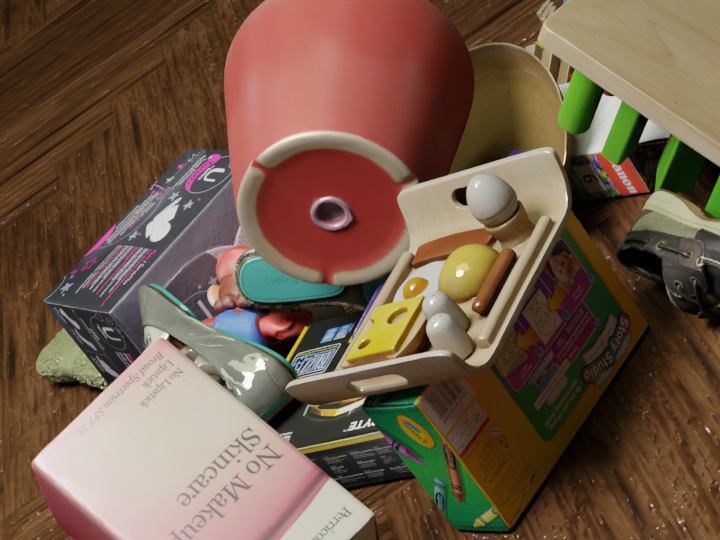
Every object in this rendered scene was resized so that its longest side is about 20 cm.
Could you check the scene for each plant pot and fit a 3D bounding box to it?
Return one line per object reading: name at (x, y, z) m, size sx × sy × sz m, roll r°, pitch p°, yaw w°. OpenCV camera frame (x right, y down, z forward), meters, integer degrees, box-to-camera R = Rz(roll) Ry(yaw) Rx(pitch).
plant pot at (-0.015, -0.096, 1.622) m, size 0.200 × 0.201 × 0.178 m, roll -26°, pitch 32°, yaw 23°
plant pot at (0.098, -0.081, 1.700) m, size 0.200 × 0.027 × 0.201 m, roll -19°, pitch 64°, yaw 45°

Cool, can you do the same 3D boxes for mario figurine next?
mario figurine at (-0.087, 0.068, 1.753) m, size 0.106 × 0.123 × 0.200 m, roll 114°, pitch 177°, yaw -52°

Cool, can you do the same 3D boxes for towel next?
towel at (-0.205, 0.035, 1.994) m, size 0.200 × 0.037 × 0.148 m, roll -48°, pitch 27°, yaw -24°

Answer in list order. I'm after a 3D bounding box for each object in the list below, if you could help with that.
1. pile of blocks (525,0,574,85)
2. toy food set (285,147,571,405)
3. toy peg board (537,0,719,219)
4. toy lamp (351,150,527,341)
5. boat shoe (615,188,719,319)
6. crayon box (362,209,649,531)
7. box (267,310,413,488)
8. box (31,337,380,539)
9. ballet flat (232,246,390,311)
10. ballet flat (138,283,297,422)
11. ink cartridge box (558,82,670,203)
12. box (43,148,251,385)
pile of blocks at (0.205, -0.210, 1.827) m, size 0.062 × 0.082 × 0.200 m, roll -11°, pitch 35°, yaw 44°
toy food set at (0.043, 0.003, 1.402) m, size 0.143 × 0.060 × 0.200 m, roll -15°, pitch 32°, yaw 41°
toy peg board at (0.252, -0.137, 1.547) m, size 0.199 × 0.200 × 0.098 m, roll -41°, pitch -20°, yaw -37°
toy lamp at (0.068, -0.006, 1.568) m, size 0.200 × 0.058 × 0.058 m, roll -47°, pitch 26°, yaw -25°
boat shoe at (0.236, 0.003, 1.437) m, size 0.065 × 0.073 × 0.200 m, roll -49°, pitch 21°, yaw 0°
crayon box at (0.101, 0.062, 1.439) m, size 0.058 × 0.119 × 0.200 m, roll -6°, pitch 39°, yaw 50°
box at (0.012, 0.091, 1.595) m, size 0.199 × 0.049 × 0.160 m, roll -15°, pitch 31°, yaw 40°
box at (-0.099, 0.164, 1.413) m, size 0.200 × 0.109 × 0.128 m, roll 37°, pitch 69°, yaw 21°
ballet flat at (0.000, 0.000, 1.694) m, size 0.199 × 0.068 × 0.075 m, roll 2°, pitch 15°, yaw 13°
ballet flat at (-0.128, 0.066, 1.647) m, size 0.064 × 0.067 × 0.200 m, roll -49°, pitch 43°, yaw -14°
ink cartridge box at (0.213, -0.109, 1.678) m, size 0.200 × 0.050 × 0.109 m, roll -7°, pitch 38°, yaw 46°
box at (-0.147, 0.009, 1.847) m, size 0.200 × 0.132 × 0.115 m, roll -48°, pitch 30°, yaw -23°
